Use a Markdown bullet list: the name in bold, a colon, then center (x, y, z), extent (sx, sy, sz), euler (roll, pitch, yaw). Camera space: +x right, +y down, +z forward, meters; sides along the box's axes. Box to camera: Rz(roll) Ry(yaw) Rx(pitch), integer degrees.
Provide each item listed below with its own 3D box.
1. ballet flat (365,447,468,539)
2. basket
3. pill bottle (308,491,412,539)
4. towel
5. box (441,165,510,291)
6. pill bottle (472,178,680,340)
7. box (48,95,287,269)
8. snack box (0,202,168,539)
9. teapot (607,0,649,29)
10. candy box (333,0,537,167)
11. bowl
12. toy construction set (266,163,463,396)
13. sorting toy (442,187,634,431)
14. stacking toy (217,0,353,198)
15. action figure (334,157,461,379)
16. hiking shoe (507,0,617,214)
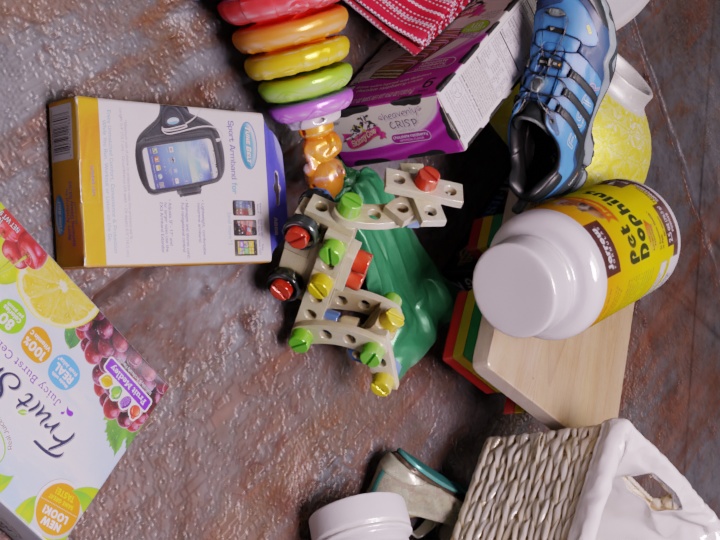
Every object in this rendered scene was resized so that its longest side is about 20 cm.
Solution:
- **ballet flat**: center (0.076, 0.220, 1.112), extent (0.200, 0.067, 0.062), euler (34, 91, -36)
- **basket**: center (0.190, 0.264, 1.047), extent (0.198, 0.161, 0.200), euler (44, 52, -30)
- **pill bottle**: center (0.019, 0.283, 0.960), extent (0.111, 0.111, 0.200), euler (16, 50, -45)
- **towel**: center (0.045, -0.289, 1.087), extent (0.145, 0.022, 0.200), euler (38, 53, 1)
- **box**: center (0.186, 0.006, 1.245), extent (0.199, 0.050, 0.200), euler (55, 52, -27)
- **pill bottle**: center (0.180, -0.008, 1.023), extent (0.200, 0.109, 0.110), euler (-22, 102, -48)
- **box**: center (-0.137, -0.062, 0.913), extent (0.200, 0.041, 0.119), euler (-1, 88, -49)
- **snack box**: center (-0.233, 0.065, 0.788), extent (0.200, 0.053, 0.142), euler (53, 54, -30)
- **teapot**: center (0.207, -0.340, 1.230), extent (0.197, 0.146, 0.200), euler (-18, 134, -26)
- **candy box**: center (0.073, -0.177, 1.074), extent (0.200, 0.136, 0.061), euler (-51, 123, -37)
- **bowl**: center (0.215, -0.156, 1.173), extent (0.200, 0.108, 0.200), euler (33, 27, -20)
- **toy construction set**: center (0.000, 0.000, 0.965), extent (0.092, 0.131, 0.200), euler (-62, 175, -59)
- **sorting toy**: center (0.166, 0.048, 1.130), extent (0.199, 0.069, 0.200), euler (38, 55, -36)
- **stacking toy**: center (-0.045, -0.153, 0.967), extent (0.110, 0.116, 0.201), euler (-29, 110, -44)
- **action figure**: center (0.016, -0.016, 1.057), extent (0.118, 0.055, 0.200), euler (-51, 127, -36)
- **hiking shoe**: center (0.166, -0.150, 1.023), extent (0.087, 0.074, 0.201), euler (-30, 126, -52)
